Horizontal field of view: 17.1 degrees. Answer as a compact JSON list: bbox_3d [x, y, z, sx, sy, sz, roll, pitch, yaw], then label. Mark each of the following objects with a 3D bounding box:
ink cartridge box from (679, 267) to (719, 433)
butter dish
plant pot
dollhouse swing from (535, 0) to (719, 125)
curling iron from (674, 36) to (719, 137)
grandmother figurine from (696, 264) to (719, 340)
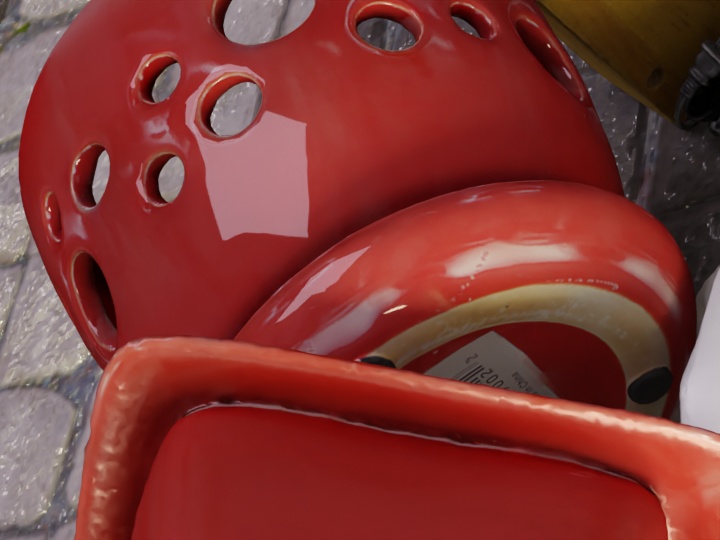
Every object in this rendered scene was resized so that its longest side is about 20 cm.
[{"bbox_3d":[0.174,0.010,0.703,0.162,0.057,0.201,-4,87,37],"label":"ink cartridge box"},{"bbox_3d":[0.002,0.140,0.677,0.148,0.199,0.200,-74,-6,-64],"label":"butter dish"},{"bbox_3d":[0.000,0.000,0.816,0.200,0.200,0.183,-42,47,16],"label":"plant pot"},{"bbox_3d":[0.114,-0.196,0.969,0.200,0.182,0.176,-52,51,5],"label":"dollhouse swing"},{"bbox_3d":[0.191,-0.131,0.929,0.026,0.050,0.200,39,86,16],"label":"curling iron"},{"bbox_3d":[0.183,0.018,0.796,0.200,0.121,0.061,-9,97,54],"label":"grandmother figurine"}]
